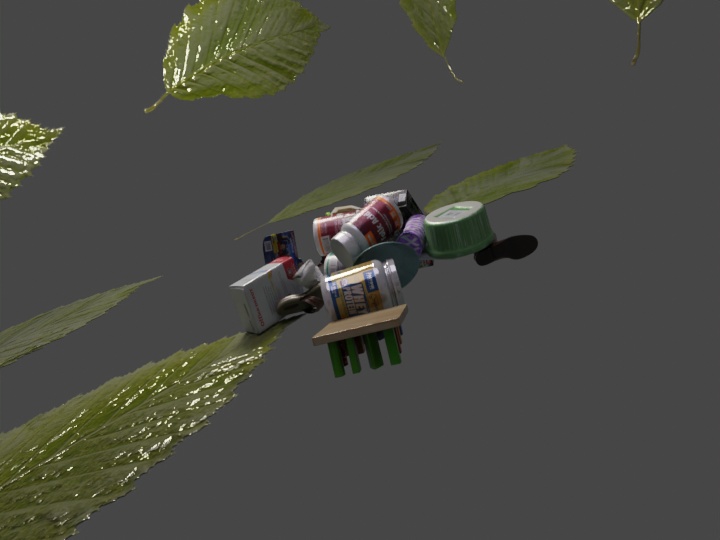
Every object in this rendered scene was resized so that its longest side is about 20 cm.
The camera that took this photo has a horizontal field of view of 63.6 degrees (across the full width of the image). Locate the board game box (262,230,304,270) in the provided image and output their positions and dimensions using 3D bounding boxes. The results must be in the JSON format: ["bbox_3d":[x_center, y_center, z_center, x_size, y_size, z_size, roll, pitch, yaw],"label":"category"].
[{"bbox_3d":[-0.254,-0.024,1.955,0.060,0.208,0.199,-7,6,23],"label":"board game box"}]

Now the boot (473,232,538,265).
[{"bbox_3d":[0.397,-0.080,1.660,0.180,0.066,0.201,-13,14,8],"label":"boot"}]

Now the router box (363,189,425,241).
[{"bbox_3d":[0.115,-0.168,1.844,0.145,0.200,0.064,-8,61,24],"label":"router box"}]

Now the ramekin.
[{"bbox_3d":[0.270,-0.118,1.625,0.193,0.101,0.201,-16,18,5],"label":"ramekin"}]

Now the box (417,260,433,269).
[{"bbox_3d":[0.179,-0.055,1.823,0.106,0.036,0.201,-13,19,13],"label":"box"}]

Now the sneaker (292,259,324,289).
[{"bbox_3d":[-0.136,0.026,1.700,0.075,0.087,0.200,-45,-13,6],"label":"sneaker"}]

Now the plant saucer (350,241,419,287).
[{"bbox_3d":[0.061,-0.014,1.557,0.194,0.204,0.039,-17,49,0],"label":"plant saucer"}]

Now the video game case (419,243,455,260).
[{"bbox_3d":[0.199,-0.074,1.752,0.193,0.025,0.183,0,22,16],"label":"video game case"}]

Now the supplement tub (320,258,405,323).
[{"bbox_3d":[0.006,0.059,1.476,0.193,0.149,0.145,-17,18,1],"label":"supplement tub"}]

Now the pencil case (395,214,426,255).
[{"bbox_3d":[0.152,-0.099,1.687,0.083,0.087,0.200,-10,17,20],"label":"pencil case"}]

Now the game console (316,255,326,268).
[{"bbox_3d":[-0.119,-0.093,1.999,0.115,0.178,0.200,-1,24,30],"label":"game console"}]

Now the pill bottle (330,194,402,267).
[{"bbox_3d":[0.016,-0.107,1.609,0.199,0.116,0.113,-42,27,-23],"label":"pill bottle"}]

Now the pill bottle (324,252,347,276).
[{"bbox_3d":[0.000,0.000,1.691,0.193,0.117,0.113,-2,22,21],"label":"pill bottle"}]

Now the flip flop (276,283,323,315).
[{"bbox_3d":[-0.146,0.093,1.653,0.193,0.083,0.059,-17,47,-4],"label":"flip flop"}]

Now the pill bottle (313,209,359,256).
[{"bbox_3d":[-0.038,-0.118,1.759,0.193,0.118,0.115,-10,18,8],"label":"pill bottle"}]

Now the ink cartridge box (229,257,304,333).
[{"bbox_3d":[-0.269,0.070,1.701,0.081,0.150,0.198,0,25,45],"label":"ink cartridge box"}]

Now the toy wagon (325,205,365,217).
[{"bbox_3d":[-0.021,-0.149,1.892,0.150,0.041,0.201,-10,40,-23],"label":"toy wagon"}]

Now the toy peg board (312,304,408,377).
[{"bbox_3d":[0.014,0.159,1.305,0.193,0.101,0.199,-13,2,11],"label":"toy peg board"}]
